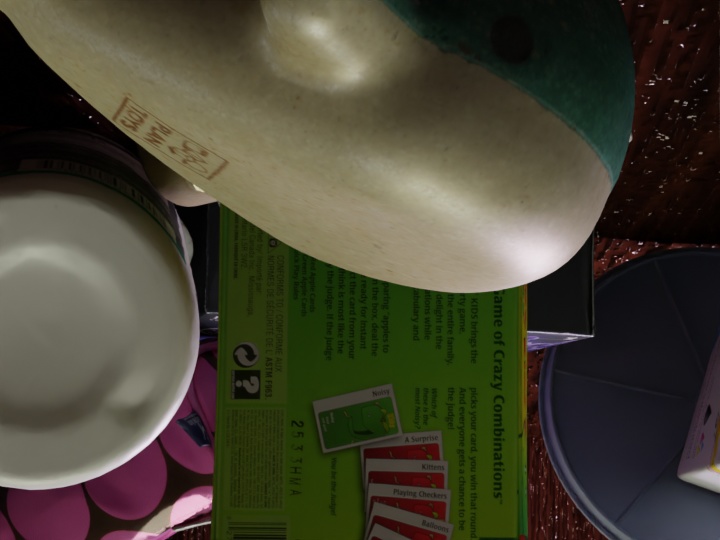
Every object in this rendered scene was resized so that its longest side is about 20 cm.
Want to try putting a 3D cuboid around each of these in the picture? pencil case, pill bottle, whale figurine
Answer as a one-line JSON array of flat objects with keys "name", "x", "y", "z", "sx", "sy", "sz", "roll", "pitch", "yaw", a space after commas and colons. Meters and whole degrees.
[{"name": "pencil case", "x": -0.130, "y": 0.112, "z": 0.975, "sx": 0.200, "sy": 0.094, "sz": 0.091, "roll": -29, "pitch": 163, "yaw": 27}, {"name": "pill bottle", "x": -0.122, "y": 0.004, "z": 0.762, "sx": 0.113, "sy": 0.113, "sz": 0.200, "roll": 2, "pitch": -170, "yaw": -7}, {"name": "whale figurine", "x": -0.020, "y": -0.073, "z": 0.514, "sx": 0.200, "sy": 0.104, "sz": 0.159, "roll": 27, "pitch": 168, "yaw": -8}]

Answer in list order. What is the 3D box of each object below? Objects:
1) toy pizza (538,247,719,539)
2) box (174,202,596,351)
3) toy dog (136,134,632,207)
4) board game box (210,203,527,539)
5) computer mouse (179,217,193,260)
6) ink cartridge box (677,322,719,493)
[{"name": "toy pizza", "x": 0.197, "y": 0.081, "z": 1.098, "sx": 0.200, "sy": 0.201, "sz": 0.032, "roll": 1, "pitch": 155, "yaw": -5}, {"name": "box", "x": 0.000, "y": 0.000, "z": 0.992, "sx": 0.200, "sy": 0.079, "sz": 0.141, "roll": 4, "pitch": 168, "yaw": -19}, {"name": "toy dog", "x": 0.006, "y": -0.021, "z": 0.775, "sx": 0.200, "sy": 0.097, "sz": 0.132, "roll": 7, "pitch": 170, "yaw": -33}, {"name": "board game box", "x": 0.005, "y": 0.013, "z": 0.652, "sx": 0.101, "sy": 0.200, "sz": 0.048, "roll": 0, "pitch": 172, "yaw": 5}, {"name": "computer mouse", "x": -0.167, "y": -0.019, "z": 0.933, "sx": 0.200, "sy": 0.044, "sz": 0.110, "roll": -6, "pitch": 137, "yaw": 21}, {"name": "ink cartridge box", "x": 0.258, "y": 0.051, "z": 0.971, "sx": 0.146, "sy": 0.147, "sz": 0.200, "roll": 17, "pitch": 171, "yaw": 3}]
